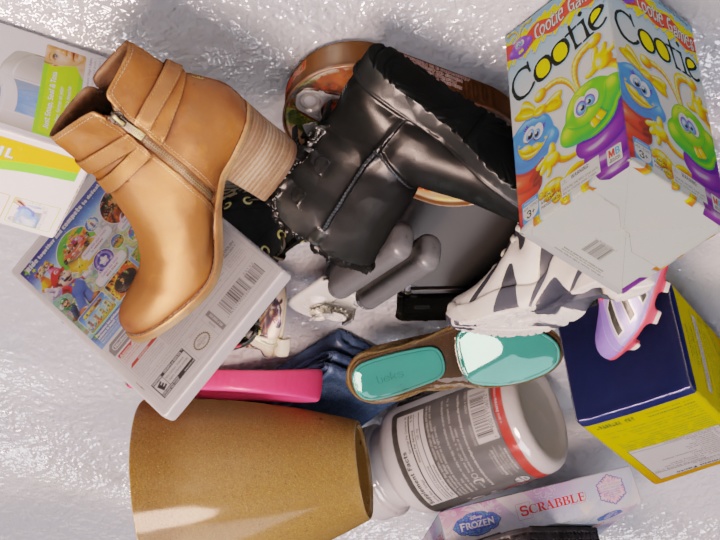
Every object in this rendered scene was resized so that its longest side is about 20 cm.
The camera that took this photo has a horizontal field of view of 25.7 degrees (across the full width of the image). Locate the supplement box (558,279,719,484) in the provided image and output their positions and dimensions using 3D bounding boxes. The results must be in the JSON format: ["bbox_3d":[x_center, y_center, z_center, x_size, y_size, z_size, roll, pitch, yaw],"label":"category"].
[{"bbox_3d":[0.273,0.106,1.439,0.109,0.110,0.200,-20,148,22],"label":"supplement box"}]

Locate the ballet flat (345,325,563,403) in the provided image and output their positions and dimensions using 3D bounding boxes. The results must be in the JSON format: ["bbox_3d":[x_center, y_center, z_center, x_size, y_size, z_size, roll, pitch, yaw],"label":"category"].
[{"bbox_3d":[0.084,0.079,1.449,0.200,0.072,0.068,-13,101,3],"label":"ballet flat"}]

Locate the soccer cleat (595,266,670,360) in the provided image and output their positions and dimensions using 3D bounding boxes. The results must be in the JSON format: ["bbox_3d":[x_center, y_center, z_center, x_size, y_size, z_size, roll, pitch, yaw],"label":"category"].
[{"bbox_3d":[0.229,-0.019,1.312,0.076,0.067,0.200,20,115,-3],"label":"soccer cleat"}]

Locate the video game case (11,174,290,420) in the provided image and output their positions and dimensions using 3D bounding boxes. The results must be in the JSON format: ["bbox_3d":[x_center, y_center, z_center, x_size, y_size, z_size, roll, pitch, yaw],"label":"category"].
[{"bbox_3d":[-0.166,0.003,1.227,0.143,0.200,0.018,-51,151,-1],"label":"video game case"}]

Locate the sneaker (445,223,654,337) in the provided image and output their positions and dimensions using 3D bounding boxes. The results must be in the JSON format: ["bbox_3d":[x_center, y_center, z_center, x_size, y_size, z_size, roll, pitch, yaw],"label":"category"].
[{"bbox_3d":[0.147,-0.026,1.289,0.079,0.130,0.199,12,156,-35],"label":"sneaker"}]

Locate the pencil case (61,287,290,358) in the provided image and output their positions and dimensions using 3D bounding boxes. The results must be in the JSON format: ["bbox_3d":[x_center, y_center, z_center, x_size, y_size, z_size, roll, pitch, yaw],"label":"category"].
[{"bbox_3d":[-0.157,0.025,1.374,0.200,0.090,0.078,11,139,-16],"label":"pencil case"}]

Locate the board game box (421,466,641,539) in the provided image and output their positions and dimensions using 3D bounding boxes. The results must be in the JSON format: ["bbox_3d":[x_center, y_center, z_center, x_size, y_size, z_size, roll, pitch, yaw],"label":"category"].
[{"bbox_3d":[0.169,0.262,1.629,0.199,0.041,0.200,-12,163,-9],"label":"board game box"}]

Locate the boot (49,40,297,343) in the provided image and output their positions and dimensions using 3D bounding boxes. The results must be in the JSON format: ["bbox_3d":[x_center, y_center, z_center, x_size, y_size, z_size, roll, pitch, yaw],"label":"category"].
[{"bbox_3d":[-0.157,-0.055,1.131,0.155,0.077,0.200,30,108,-32],"label":"boot"}]

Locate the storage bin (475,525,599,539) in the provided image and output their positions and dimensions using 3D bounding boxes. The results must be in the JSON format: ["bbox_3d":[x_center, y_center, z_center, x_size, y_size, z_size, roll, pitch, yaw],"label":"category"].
[{"bbox_3d":[0.155,0.315,1.558,0.135,0.094,0.200,-24,159,27],"label":"storage bin"}]

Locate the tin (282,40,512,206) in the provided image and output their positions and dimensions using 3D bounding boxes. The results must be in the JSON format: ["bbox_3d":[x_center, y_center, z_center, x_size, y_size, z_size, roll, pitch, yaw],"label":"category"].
[{"bbox_3d":[0.035,-0.114,1.237,0.200,0.042,0.112,18,130,-19],"label":"tin"}]

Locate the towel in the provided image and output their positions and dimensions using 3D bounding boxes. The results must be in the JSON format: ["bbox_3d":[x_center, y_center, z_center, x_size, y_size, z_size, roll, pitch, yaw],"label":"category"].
[{"bbox_3d":[-0.050,0.136,1.547,0.112,0.049,0.200,27,133,-31],"label":"towel"}]

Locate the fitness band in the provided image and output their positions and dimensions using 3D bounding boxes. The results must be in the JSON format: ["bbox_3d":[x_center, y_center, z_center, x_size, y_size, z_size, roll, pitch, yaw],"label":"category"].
[{"bbox_3d":[-0.129,0.100,1.443,0.200,0.037,0.144,-1,168,39],"label":"fitness band"}]

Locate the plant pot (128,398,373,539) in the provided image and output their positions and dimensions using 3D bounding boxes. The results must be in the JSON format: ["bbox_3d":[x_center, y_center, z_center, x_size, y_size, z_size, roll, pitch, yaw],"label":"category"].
[{"bbox_3d":[-0.093,0.200,1.467,0.200,0.187,0.186,-8,141,8],"label":"plant pot"}]

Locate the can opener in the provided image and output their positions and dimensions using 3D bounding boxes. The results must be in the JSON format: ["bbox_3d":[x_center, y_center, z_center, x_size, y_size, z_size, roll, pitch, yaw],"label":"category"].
[{"bbox_3d":[0.000,0.000,1.326,0.053,0.067,0.200,19,157,-22],"label":"can opener"}]

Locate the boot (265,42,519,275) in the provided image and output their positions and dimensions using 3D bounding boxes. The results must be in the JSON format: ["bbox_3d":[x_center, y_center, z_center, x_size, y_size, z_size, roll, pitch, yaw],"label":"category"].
[{"bbox_3d":[0.033,-0.060,1.187,0.198,0.073,0.162,36,123,-4],"label":"boot"}]

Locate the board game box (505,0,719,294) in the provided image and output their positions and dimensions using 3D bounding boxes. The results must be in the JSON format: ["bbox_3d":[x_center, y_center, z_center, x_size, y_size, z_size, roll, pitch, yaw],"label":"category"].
[{"bbox_3d":[0.179,-0.104,1.127,0.105,0.200,0.103,29,133,-30],"label":"board game box"}]

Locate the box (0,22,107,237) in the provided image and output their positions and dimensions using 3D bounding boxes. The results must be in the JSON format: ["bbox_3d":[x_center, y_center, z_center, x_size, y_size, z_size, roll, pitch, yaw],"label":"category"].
[{"bbox_3d":[-0.302,-0.120,1.171,0.200,0.113,0.101,17,137,-20],"label":"box"}]

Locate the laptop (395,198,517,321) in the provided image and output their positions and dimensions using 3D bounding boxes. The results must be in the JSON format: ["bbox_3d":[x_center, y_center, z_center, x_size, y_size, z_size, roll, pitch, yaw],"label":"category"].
[{"bbox_3d":[0.118,-0.024,1.380,0.177,0.103,0.200,-1,167,1],"label":"laptop"}]

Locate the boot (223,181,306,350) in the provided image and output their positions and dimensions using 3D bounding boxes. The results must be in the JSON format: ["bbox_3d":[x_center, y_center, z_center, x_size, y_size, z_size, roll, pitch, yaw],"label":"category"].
[{"bbox_3d":[-0.072,-0.008,1.280,0.203,0.154,0.074,-2,142,1],"label":"boot"}]

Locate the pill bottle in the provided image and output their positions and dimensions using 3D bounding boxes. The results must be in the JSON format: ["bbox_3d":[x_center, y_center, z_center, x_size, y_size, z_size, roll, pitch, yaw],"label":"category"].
[{"bbox_3d":[0.091,0.170,1.538,0.200,0.116,0.116,-23,136,26],"label":"pill bottle"}]
